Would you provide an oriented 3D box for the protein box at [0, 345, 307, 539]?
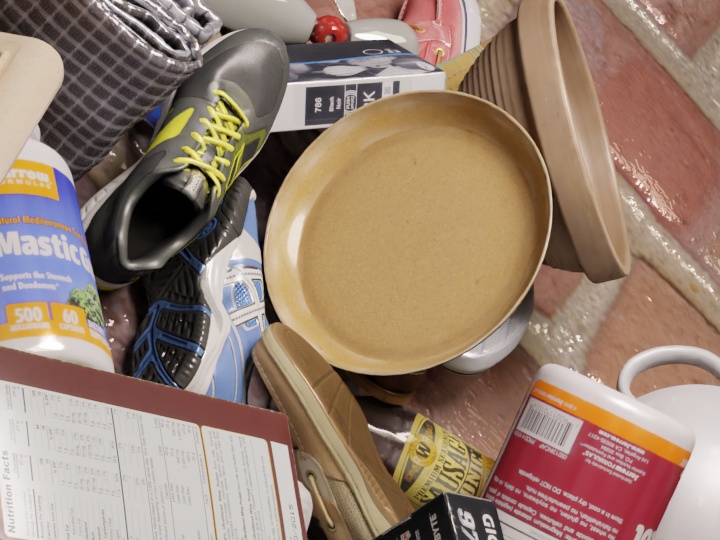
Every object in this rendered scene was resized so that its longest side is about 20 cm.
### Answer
[{"bbox_3d":[-0.164,0.159,1.282,0.199,0.198,0.135,16,49,-36],"label":"protein box"}]

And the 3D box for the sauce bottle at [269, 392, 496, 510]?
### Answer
[{"bbox_3d":[0.030,0.127,1.616,0.199,0.066,0.066,30,42,-23],"label":"sauce bottle"}]

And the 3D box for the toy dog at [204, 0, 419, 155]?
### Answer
[{"bbox_3d":[-0.065,-0.186,1.757,0.200,0.132,0.096,38,7,-27],"label":"toy dog"}]

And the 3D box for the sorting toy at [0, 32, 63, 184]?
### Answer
[{"bbox_3d":[-0.293,-0.092,1.404,0.199,0.037,0.186,14,46,11],"label":"sorting toy"}]

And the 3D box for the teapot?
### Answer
[{"bbox_3d":[0.200,0.156,1.697,0.145,0.198,0.200,20,7,19],"label":"teapot"}]

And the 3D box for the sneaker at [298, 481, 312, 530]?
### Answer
[{"bbox_3d":[-0.109,0.150,1.449,0.199,0.078,0.100,22,49,-31],"label":"sneaker"}]

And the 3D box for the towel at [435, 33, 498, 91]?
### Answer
[{"bbox_3d":[0.094,-0.089,1.787,0.147,0.022,0.200,51,38,5],"label":"towel"}]

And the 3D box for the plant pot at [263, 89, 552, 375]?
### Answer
[{"bbox_3d":[0.033,-0.022,1.587,0.027,0.199,0.201,45,27,-57],"label":"plant pot"}]

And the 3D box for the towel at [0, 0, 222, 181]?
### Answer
[{"bbox_3d":[-0.211,-0.159,1.530,0.200,0.165,0.086,40,45,-13],"label":"towel"}]

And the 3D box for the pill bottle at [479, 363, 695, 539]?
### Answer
[{"bbox_3d":[0.125,0.170,1.565,0.113,0.201,0.113,25,-1,0],"label":"pill bottle"}]

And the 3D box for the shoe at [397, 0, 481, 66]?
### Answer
[{"bbox_3d":[0.035,-0.163,1.854,0.091,0.071,0.201,30,46,-33],"label":"shoe"}]

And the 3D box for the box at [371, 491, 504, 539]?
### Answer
[{"bbox_3d":[0.033,0.253,1.436,0.046,0.159,0.201,15,49,-40],"label":"box"}]

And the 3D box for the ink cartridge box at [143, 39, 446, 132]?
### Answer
[{"bbox_3d":[-0.051,-0.124,1.665,0.199,0.039,0.099,-7,22,-23],"label":"ink cartridge box"}]

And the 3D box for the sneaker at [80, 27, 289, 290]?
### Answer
[{"bbox_3d":[-0.102,-0.066,1.551,0.074,0.085,0.200,38,80,-22],"label":"sneaker"}]

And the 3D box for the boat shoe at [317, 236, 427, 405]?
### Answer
[{"bbox_3d":[0.000,0.000,1.645,0.070,0.070,0.200,14,35,-39],"label":"boat shoe"}]

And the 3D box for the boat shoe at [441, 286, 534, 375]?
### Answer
[{"bbox_3d":[0.085,0.022,1.750,0.072,0.071,0.200,26,36,0],"label":"boat shoe"}]

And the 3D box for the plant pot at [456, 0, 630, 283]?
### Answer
[{"bbox_3d":[0.116,-0.083,1.676,0.201,0.092,0.202,-13,90,-78],"label":"plant pot"}]

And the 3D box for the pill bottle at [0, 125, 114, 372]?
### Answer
[{"bbox_3d":[-0.215,-0.009,1.442,0.112,0.112,0.201,10,54,-40],"label":"pill bottle"}]

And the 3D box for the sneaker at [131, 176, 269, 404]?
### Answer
[{"bbox_3d":[-0.097,0.023,1.581,0.077,0.075,0.201,47,37,-34],"label":"sneaker"}]

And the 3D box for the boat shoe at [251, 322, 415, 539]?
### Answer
[{"bbox_3d":[-0.021,0.129,1.537,0.201,0.064,0.071,60,14,-5],"label":"boat shoe"}]
